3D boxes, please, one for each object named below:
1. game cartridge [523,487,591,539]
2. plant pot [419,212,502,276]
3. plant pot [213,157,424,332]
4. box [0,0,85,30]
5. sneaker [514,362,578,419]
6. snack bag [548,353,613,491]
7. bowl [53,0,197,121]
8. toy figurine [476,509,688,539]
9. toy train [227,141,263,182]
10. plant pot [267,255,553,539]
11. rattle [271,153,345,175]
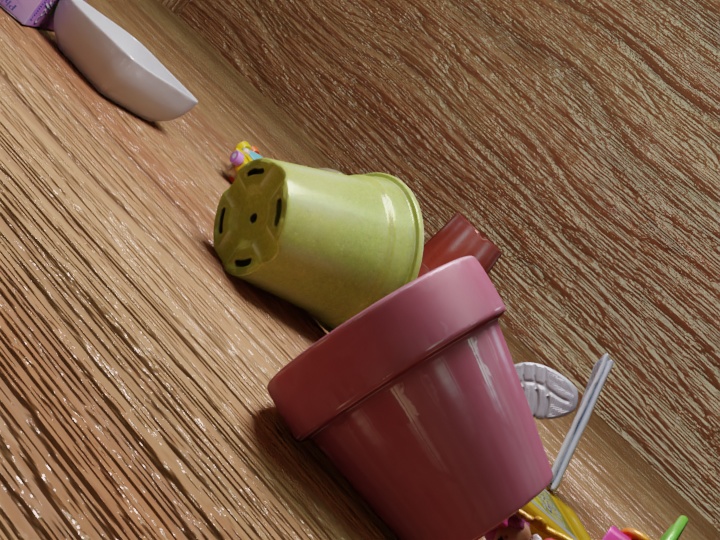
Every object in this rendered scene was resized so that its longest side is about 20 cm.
[{"bbox_3d":[0.211,0.283,1.203,0.199,0.033,0.177,40,8,-14],"label":"game cartridge"},{"bbox_3d":[0.226,-0.019,2.389,0.200,0.196,0.201,41,7,-6],"label":"plant pot"},{"bbox_3d":[-0.059,-0.038,1.128,0.183,0.202,0.201,18,22,-44],"label":"plant pot"},{"bbox_3d":[-0.501,-0.447,1.445,0.175,0.097,0.200,41,8,-8],"label":"box"},{"bbox_3d":[0.222,0.173,1.462,0.196,0.079,0.112,9,-6,14],"label":"sneaker"},{"bbox_3d":[0.298,0.213,1.371,0.021,0.191,0.200,24,-6,14],"label":"snack bag"},{"bbox_3d":[-0.353,-0.300,1.458,0.200,0.075,0.199,45,9,24],"label":"bowl"},{"bbox_3d":[0.165,0.242,0.878,0.183,0.150,0.202,32,-30,24],"label":"toy figurine"},{"bbox_3d":[-0.161,-0.138,1.624,0.150,0.056,0.200,41,10,-16],"label":"toy train"},{"bbox_3d":[0.053,0.116,0.785,0.181,0.198,0.200,58,10,8],"label":"plant pot"},{"bbox_3d":[-0.108,-0.136,1.972,0.197,0.145,0.130,25,-22,-11],"label":"rattle"}]
